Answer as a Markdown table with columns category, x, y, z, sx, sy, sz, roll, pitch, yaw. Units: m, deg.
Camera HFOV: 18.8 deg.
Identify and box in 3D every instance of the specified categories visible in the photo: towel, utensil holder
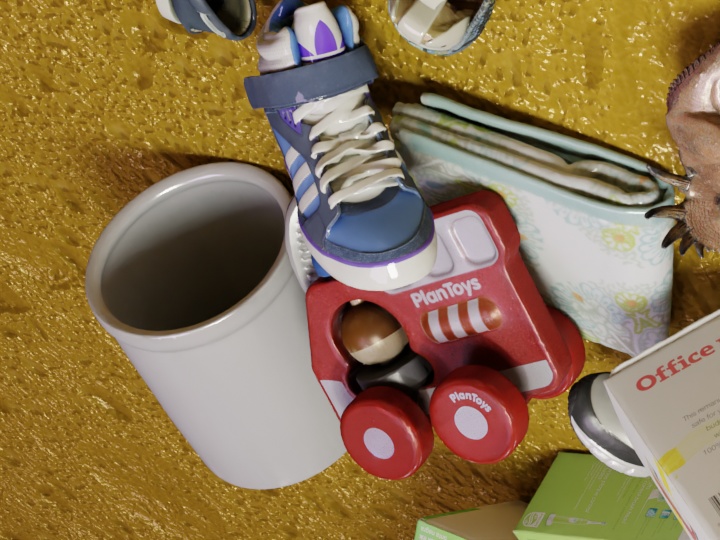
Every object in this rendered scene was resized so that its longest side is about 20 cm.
| category | x | y | z | sx | sy | sz | roll | pitch | yaw |
| --- | --- | --- | --- | --- | --- | --- | --- | --- | --- |
| towel | 0.116 | -0.031 | 1.453 | 0.199 | 0.048 | 0.171 | 22 | 152 | 21 |
| utensil holder | -0.091 | 0.046 | 1.658 | 0.170 | 0.170 | 0.200 | 12 | 147 | 35 |

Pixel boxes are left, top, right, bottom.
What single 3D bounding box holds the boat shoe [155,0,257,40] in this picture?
| category | x | y | z | sx | sy | sz | roll | pitch | yaw |
| --- | --- | --- | --- | --- | --- | --- | --- | --- | --- |
| boat shoe | -0.102 | -0.213 | 1.371 | 0.062 | 0.075 | 0.200 | 26 | 152 | 18 |

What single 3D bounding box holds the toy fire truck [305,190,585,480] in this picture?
| category | x | y | z | sx | sy | sz | roll | pitch | yaw |
| --- | --- | --- | --- | --- | --- | --- | --- | --- | --- |
| toy fire truck | 0.045 | 0.038 | 1.470 | 0.200 | 0.112 | 0.168 | -15 | 108 | 40 |

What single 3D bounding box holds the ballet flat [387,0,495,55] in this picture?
| category | x | y | z | sx | sy | sz | roll | pitch | yaw |
| --- | --- | --- | --- | --- | --- | --- | --- | --- | --- |
| ballet flat | 0.048 | -0.172 | 1.286 | 0.074 | 0.074 | 0.200 | 32 | 151 | 4 |

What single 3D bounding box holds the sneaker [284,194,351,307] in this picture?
| category | x | y | z | sx | sy | sz | roll | pitch | yaw |
| --- | --- | --- | --- | --- | --- | --- | --- | --- | --- |
| sneaker | 0.000 | 0.000 | 1.559 | 0.200 | 0.078 | 0.079 | 58 | -174 | -36 |

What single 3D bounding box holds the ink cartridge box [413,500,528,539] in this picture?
| category | x | y | z | sx | sy | sz | roll | pitch | yaw |
| --- | --- | --- | --- | --- | --- | --- | --- | --- | --- |
| ink cartridge box | 0.100 | 0.298 | 1.753 | 0.084 | 0.201 | 0.145 | 18 | -168 | 36 |

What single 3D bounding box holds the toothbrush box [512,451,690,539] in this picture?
| category | x | y | z | sx | sy | sz | roll | pitch | yaw |
| --- | --- | --- | --- | --- | --- | --- | --- | --- | --- |
| toothbrush box | 0.240 | 0.220 | 1.658 | 0.200 | 0.086 | 0.146 | 0 | 136 | 47 |

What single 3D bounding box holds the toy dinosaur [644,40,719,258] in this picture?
| category | x | y | z | sx | sy | sz | roll | pitch | yaw |
| --- | --- | --- | --- | --- | --- | --- | --- | --- | --- |
| toy dinosaur | 0.214 | -0.070 | 1.259 | 0.135 | 0.086 | 0.200 | 14 | 141 | 44 |

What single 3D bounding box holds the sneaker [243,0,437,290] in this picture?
| category | x | y | z | sx | sy | sz | roll | pitch | yaw |
| --- | --- | --- | --- | --- | --- | --- | --- | --- | --- |
| sneaker | -0.017 | -0.093 | 1.383 | 0.200 | 0.080 | 0.147 | -119 | 12 | -53 |

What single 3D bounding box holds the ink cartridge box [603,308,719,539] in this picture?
| category | x | y | z | sx | sy | sz | roll | pitch | yaw |
| --- | --- | --- | --- | --- | --- | --- | --- | --- | --- |
| ink cartridge box | 0.260 | 0.117 | 1.334 | 0.084 | 0.145 | 0.200 | 63 | 179 | -42 |

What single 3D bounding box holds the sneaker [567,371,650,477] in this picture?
| category | x | y | z | sx | sy | sz | roll | pitch | yaw |
| --- | --- | --- | --- | --- | --- | --- | --- | --- | --- |
| sneaker | 0.238 | 0.109 | 1.496 | 0.199 | 0.074 | 0.080 | 19 | 146 | -14 |
